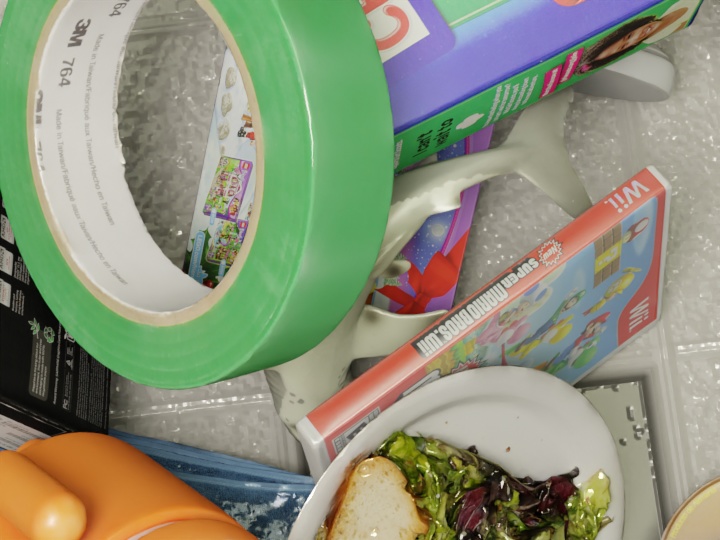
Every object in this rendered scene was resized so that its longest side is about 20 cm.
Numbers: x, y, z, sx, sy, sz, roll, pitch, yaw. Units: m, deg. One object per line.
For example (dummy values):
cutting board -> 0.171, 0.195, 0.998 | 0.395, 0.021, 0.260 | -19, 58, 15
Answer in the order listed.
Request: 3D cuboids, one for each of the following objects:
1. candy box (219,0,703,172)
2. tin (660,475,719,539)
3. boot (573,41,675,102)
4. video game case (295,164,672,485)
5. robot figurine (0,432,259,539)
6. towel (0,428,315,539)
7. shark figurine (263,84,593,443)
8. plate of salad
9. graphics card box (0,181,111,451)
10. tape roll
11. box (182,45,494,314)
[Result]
candy box -> 0.030, -0.148, 0.846 | 0.199, 0.077, 0.170 | -27, 77, -6
tin -> 0.237, 0.136, 0.915 | 0.198, 0.042, 0.113 | -19, 69, 0
boot -> 0.074, -0.156, 0.974 | 0.198, 0.074, 0.097 | 17, 84, 4
video game case -> 0.062, 0.045, 0.890 | 0.199, 0.143, 0.017 | -36, 65, -11
robot figurine -> -0.099, 0.142, 0.802 | 0.116, 0.199, 0.145 | -9, 111, -35
towel -> -0.119, 0.134, 0.917 | 0.198, 0.049, 0.113 | 13, 78, 2
shark figurine -> 0.002, -0.017, 0.887 | 0.215, 0.128, 0.090 | -48, 40, 20
plate of salad -> 0.049, 0.141, 0.863 | 0.198, 0.048, 0.202 | -13, 114, -31
graphics card box -> -0.186, -0.004, 0.841 | 0.050, 0.200, 0.127 | -16, 62, 29
tape roll -> -0.074, -0.055, 0.788 | 0.048, 0.200, 0.202 | -13, 73, -45
box -> -0.003, -0.074, 0.930 | 0.135, 0.039, 0.202 | 13, 103, 2
